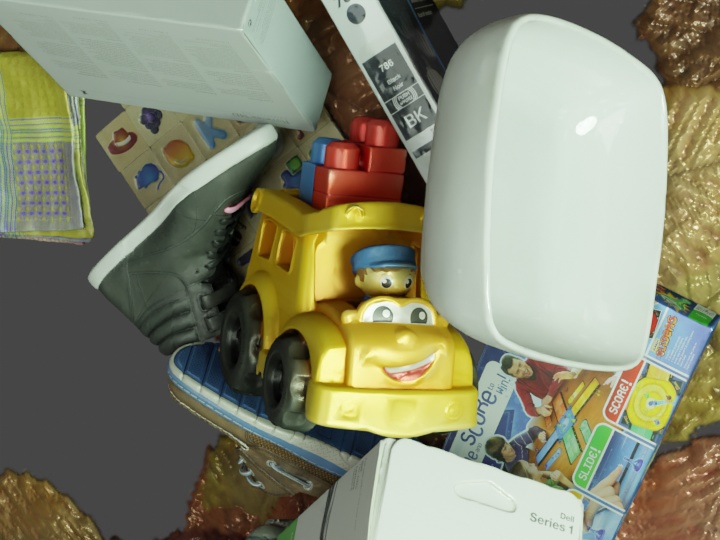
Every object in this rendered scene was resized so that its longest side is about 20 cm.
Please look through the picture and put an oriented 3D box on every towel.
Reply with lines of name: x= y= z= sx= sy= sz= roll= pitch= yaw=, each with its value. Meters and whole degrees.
towel: x=-0.289 y=-0.094 z=1.303 sx=0.198 sy=0.023 sz=0.145 roll=4 pitch=105 yaw=22

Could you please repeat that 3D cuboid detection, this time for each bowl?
bowl: x=0.107 y=-0.045 z=1.044 sx=0.074 sy=0.199 sz=0.202 roll=2 pitch=83 yaw=38

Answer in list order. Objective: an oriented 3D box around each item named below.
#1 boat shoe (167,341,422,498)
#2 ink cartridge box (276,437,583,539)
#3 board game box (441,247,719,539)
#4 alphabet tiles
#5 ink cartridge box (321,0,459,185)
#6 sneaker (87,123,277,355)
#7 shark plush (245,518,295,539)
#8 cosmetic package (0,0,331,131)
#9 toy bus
boat shoe: x=-0.053 y=0.122 z=1.208 sx=0.199 sy=0.072 sz=0.073 roll=28 pitch=122 yaw=-4
ink cartridge box: x=0.037 y=0.198 z=1.125 sx=0.145 sy=0.085 sz=0.200 roll=18 pitch=149 yaw=-14
board game box: x=0.140 y=0.091 z=1.159 sx=0.135 sy=0.034 sz=0.202 roll=28 pitch=111 yaw=14
alphabet tiles: x=-0.098 y=-0.089 z=1.233 sx=0.166 sy=0.006 sz=0.201 roll=-36 pitch=88 yaw=26
ink cartridge box: x=0.030 y=-0.142 z=1.114 sx=0.039 sy=0.099 sz=0.201 roll=-31 pitch=91 yaw=25
sneaker: x=-0.102 y=-0.016 z=1.213 sx=0.099 sy=0.071 sz=0.200 roll=50 pitch=122 yaw=2
shark plush: x=-0.005 y=0.259 z=1.235 sx=0.091 sy=0.083 sz=0.201 roll=-33 pitch=89 yaw=26
cosmetic package: x=-0.135 y=-0.156 z=1.145 sx=0.198 sy=0.151 sz=0.052 roll=10 pitch=71 yaw=20
toy bus: x=0.000 y=0.000 z=1.108 sx=0.134 sy=0.200 sz=0.194 roll=5 pitch=101 yaw=-22
